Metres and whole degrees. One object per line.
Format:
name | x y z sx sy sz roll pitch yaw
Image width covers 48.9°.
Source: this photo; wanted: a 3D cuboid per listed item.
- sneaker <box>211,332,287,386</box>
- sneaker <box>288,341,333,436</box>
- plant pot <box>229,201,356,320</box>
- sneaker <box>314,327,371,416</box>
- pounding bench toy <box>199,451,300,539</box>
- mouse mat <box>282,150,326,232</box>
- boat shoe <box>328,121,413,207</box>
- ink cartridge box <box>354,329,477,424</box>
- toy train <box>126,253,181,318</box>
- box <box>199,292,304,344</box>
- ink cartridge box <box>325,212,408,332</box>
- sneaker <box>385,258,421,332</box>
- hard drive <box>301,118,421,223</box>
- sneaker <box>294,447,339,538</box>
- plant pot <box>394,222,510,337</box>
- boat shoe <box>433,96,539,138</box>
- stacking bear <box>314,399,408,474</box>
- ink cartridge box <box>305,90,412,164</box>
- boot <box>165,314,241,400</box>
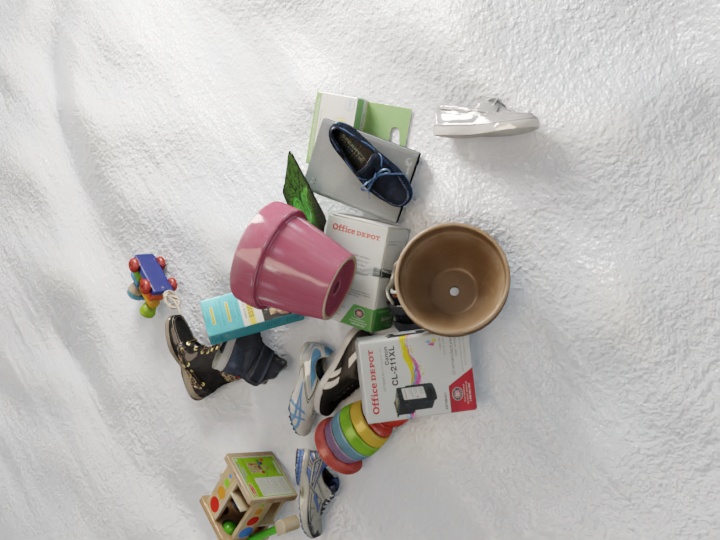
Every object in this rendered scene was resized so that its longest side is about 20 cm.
sneaker | -0.214 0.146 1.676 0.077 0.145 0.204 -41 27 57
sneaker | -0.099 0.246 1.609 0.072 0.072 0.203 14 103 24
plant pot | -0.112 -0.003 1.448 0.177 0.200 0.202 24 105 15
sneaker | -0.012 0.221 1.547 0.111 0.073 0.202 33 108 28
pounding bench toy | -0.221 0.506 1.638 0.200 0.123 0.157 49 117 38
mouse mat | -0.113 -0.125 1.556 0.162 0.007 0.200 62 164 15
boat shoe | 0.010 -0.187 1.451 0.199 0.069 0.084 39 105 2
ink cartridge box | 0.096 0.184 1.411 0.197 0.083 0.148 -8 93 -3
toy train | -0.475 0.067 1.822 0.201 0.084 0.116 54 129 30
box | -0.220 0.081 1.611 0.198 0.049 0.083 -16 68 -10
ink cartridge box | 0.000 0.000 1.523 0.145 0.083 0.203 17 102 32
sneaker | 0.089 0.071 1.475 0.078 0.079 0.203 -5 91 31
hard drive | 0.001 -0.190 1.506 0.198 0.033 0.141 21 104 8
sneaker | -0.084 0.455 1.602 0.084 0.077 0.203 -4 110 1
plant pot | 0.164 0.026 1.394 0.198 0.093 0.203 -3 71 10
boat shoe | 0.219 -0.270 1.386 0.198 0.072 0.070 4 95 41
stacking bear | 0.017 0.294 1.518 0.199 0.113 0.122 -39 73 23
ink cartridge box | -0.007 -0.261 1.538 0.198 0.048 0.147 17 102 33
boot | -0.346 0.177 1.758 0.149 0.073 0.202 -22 84 32
